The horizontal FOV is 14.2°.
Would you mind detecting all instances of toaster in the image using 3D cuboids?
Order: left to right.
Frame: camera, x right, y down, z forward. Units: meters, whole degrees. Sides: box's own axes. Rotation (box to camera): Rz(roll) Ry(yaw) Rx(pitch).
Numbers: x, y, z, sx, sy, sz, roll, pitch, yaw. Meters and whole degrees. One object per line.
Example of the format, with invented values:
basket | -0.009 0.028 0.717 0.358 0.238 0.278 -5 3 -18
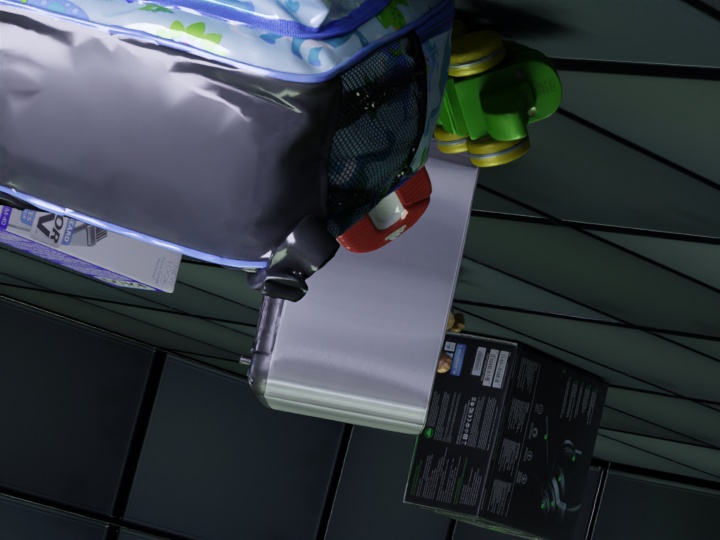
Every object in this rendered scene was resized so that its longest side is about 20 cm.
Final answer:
toaster | 0.000 0.000 1.766 0.118 0.182 0.200 11 174 1

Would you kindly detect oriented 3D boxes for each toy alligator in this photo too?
toy alligator | 0.052 -0.095 1.416 0.054 0.060 0.200 -23 -161 -16

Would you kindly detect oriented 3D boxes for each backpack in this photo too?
backpack | -0.055 -0.093 1.158 0.182 0.148 0.200 14 -163 18

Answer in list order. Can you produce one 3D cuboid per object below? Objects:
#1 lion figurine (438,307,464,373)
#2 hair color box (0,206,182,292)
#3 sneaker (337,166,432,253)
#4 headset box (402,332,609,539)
lion figurine | 0.012 0.024 2.401 0.199 0.073 0.122 14 168 43
hair color box | -0.197 -0.062 1.962 0.065 0.110 0.200 8 171 36
sneaker | -0.034 -0.102 1.423 0.116 0.078 0.200 49 164 36
headset box | 0.149 0.169 2.847 0.092 0.175 0.200 9 173 36
